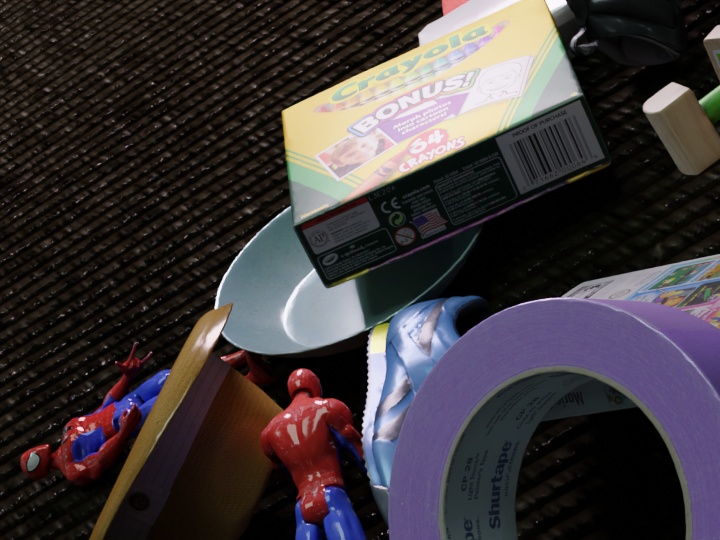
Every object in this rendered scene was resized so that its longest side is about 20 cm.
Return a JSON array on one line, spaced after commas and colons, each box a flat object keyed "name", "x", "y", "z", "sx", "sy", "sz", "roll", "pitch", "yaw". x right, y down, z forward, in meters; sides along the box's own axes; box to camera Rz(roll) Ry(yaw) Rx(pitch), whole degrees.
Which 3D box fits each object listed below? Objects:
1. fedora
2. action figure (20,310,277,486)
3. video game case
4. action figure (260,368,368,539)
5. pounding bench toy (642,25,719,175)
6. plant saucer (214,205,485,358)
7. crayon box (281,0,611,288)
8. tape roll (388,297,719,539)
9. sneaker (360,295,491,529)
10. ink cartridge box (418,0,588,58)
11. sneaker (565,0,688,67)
[{"name": "fedora", "x": -0.098, "y": 0.121, "z": 1.236, "sx": 0.202, "sy": 0.081, "sz": 0.201, "roll": -64, "pitch": 2, "yaw": 5}, {"name": "action figure", "x": -0.150, "y": 0.093, "z": 1.403, "sx": 0.199, "sy": 0.052, "sz": 0.066, "roll": -31, "pitch": 35, "yaw": 18}, {"name": "video game case", "x": 0.151, "y": 0.032, "z": 1.095, "sx": 0.181, "sy": 0.024, "sz": 0.200, "roll": -12, "pitch": 12, "yaw": 37}, {"name": "action figure", "x": -0.008, "y": 0.151, "z": 1.166, "sx": 0.065, "sy": 0.099, "sz": 0.201, "roll": -23, "pitch": 56, "yaw": 19}, {"name": "pounding bench toy", "x": 0.270, "y": -0.122, "z": 1.139, "sx": 0.199, "sy": 0.125, "sz": 0.156, "roll": 3, "pitch": 42, "yaw": 49}, {"name": "plant saucer", "x": 0.000, "y": 0.000, "z": 1.356, "sx": 0.200, "sy": 0.039, "sz": 0.202, "roll": -22, "pitch": 31, "yaw": 14}, {"name": "crayon box", "x": 0.050, "y": -0.089, "z": 1.349, "sx": 0.199, "sy": 0.059, "sz": 0.173, "roll": -24, "pitch": 29, "yaw": 8}, {"name": "tape roll", "x": 0.109, "y": 0.114, "z": 0.962, "sx": 0.199, "sy": 0.065, "sz": 0.202, "roll": -2, "pitch": 87, "yaw": 39}, {"name": "sneaker", "x": 0.048, "y": 0.084, "z": 1.181, "sx": 0.078, "sy": 0.066, "sz": 0.201, "roll": -23, "pitch": 33, "yaw": 18}, {"name": "ink cartridge box", "x": 0.119, "y": -0.211, "z": 1.515, "sx": 0.162, "sy": 0.057, "sz": 0.201, "roll": -28, "pitch": 37, "yaw": 18}, {"name": "sneaker", "x": 0.209, "y": -0.197, "z": 1.376, "sx": 0.198, "sy": 0.115, "sz": 0.075, "roll": -12, "pitch": 1, "yaw": -25}]
